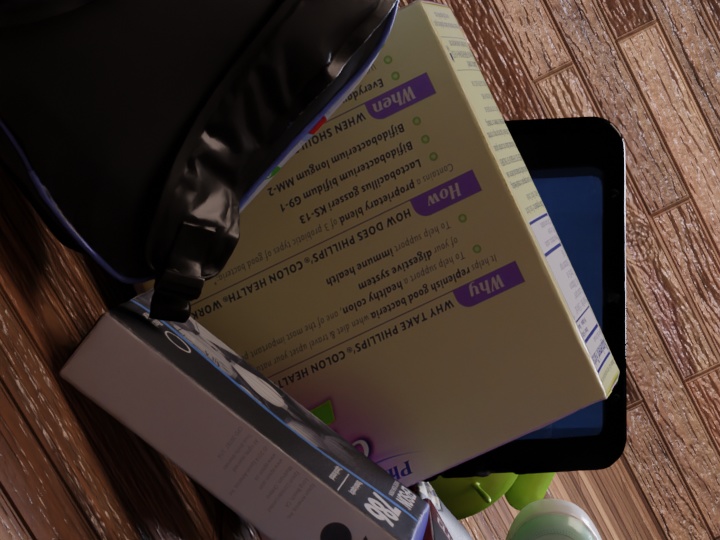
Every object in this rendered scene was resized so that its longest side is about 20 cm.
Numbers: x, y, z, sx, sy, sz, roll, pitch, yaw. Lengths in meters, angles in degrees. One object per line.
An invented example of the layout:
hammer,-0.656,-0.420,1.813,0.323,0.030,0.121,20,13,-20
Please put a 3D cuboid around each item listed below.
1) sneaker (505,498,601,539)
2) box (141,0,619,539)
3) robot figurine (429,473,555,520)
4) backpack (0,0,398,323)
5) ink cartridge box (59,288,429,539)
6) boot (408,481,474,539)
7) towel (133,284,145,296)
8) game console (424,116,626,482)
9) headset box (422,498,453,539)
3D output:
sneaker,0.122,0.246,1.405,0.118,0.074,0.201,-88,177,-77
box,0.000,0.000,1.099,0.200,0.176,0.097,64,11,1
robot figurine,0.045,0.084,1.457,0.175,0.116,0.200,34,14,-10
backpack,-0.085,-0.115,0.981,0.200,0.190,0.154,55,-7,-29
ink cartridge box,-0.031,0.086,0.993,0.200,0.039,0.099,39,8,1
boot,0.051,0.202,1.314,0.154,0.073,0.204,55,6,-39
towel,-0.092,0.008,1.177,0.153,0.023,0.200,46,22,-63
game console,0.053,0.029,1.225,0.176,0.116,0.201,-27,118,-57
headset box,0.040,0.221,1.165,0.149,0.075,0.200,61,9,-22
